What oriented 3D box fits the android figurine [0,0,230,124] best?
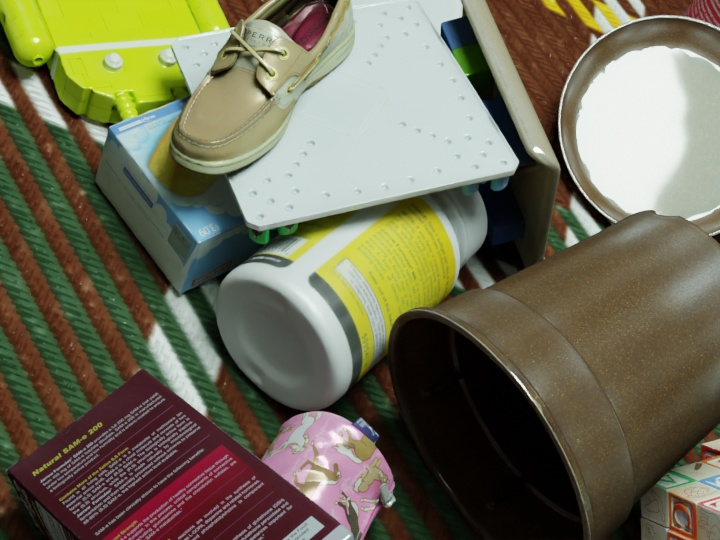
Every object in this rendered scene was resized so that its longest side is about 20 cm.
[{"bbox_3d":[-0.190,-0.189,1.069,0.181,0.041,0.201,-8,58,-29],"label":"android figurine"}]

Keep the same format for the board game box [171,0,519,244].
[{"bbox_3d":[-0.015,-0.113,0.980,0.198,0.026,0.201,-13,51,-17],"label":"board game box"}]

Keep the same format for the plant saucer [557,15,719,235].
[{"bbox_3d":[0.269,-0.122,1.189,0.198,0.032,0.202,0,81,-1],"label":"plant saucer"}]

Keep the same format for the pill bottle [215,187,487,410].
[{"bbox_3d":[0.000,0.000,0.976,0.114,0.115,0.200,43,51,9],"label":"pill bottle"}]

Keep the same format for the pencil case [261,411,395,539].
[{"bbox_3d":[-0.048,0.183,0.848,0.083,0.086,0.201,55,44,-27],"label":"pencil case"}]

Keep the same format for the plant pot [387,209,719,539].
[{"bbox_3d":[0.155,0.070,0.915,0.197,0.201,0.201,-29,72,-23],"label":"plant pot"}]

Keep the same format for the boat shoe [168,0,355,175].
[{"bbox_3d":[-0.068,-0.145,0.941,0.073,0.067,0.200,22,50,14],"label":"boat shoe"}]

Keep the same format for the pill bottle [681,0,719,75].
[{"bbox_3d":[0.357,-0.226,1.238,0.111,0.200,0.113,13,51,-16],"label":"pill bottle"}]

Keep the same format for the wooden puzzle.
[{"bbox_3d":[0.100,-0.104,1.061,0.046,0.200,0.186,-18,62,-3],"label":"wooden puzzle"}]

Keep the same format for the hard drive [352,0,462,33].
[{"bbox_3d":[0.034,-0.272,1.239,0.131,0.027,0.201,17,51,-13],"label":"hard drive"}]

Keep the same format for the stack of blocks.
[{"bbox_3d":[0.298,0.164,0.989,0.198,0.115,0.059,-10,103,-28],"label":"stack of blocks"}]

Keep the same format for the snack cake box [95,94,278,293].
[{"bbox_3d":[-0.083,-0.078,1.023,0.199,0.067,0.115,-28,69,-36],"label":"snack cake box"}]

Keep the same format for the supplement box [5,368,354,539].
[{"bbox_3d":[-0.104,0.151,0.791,0.109,0.061,0.199,-36,48,-26],"label":"supplement box"}]
